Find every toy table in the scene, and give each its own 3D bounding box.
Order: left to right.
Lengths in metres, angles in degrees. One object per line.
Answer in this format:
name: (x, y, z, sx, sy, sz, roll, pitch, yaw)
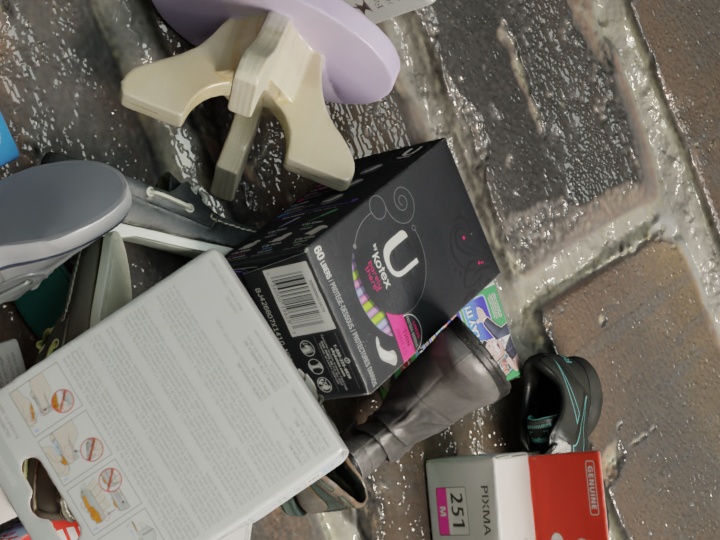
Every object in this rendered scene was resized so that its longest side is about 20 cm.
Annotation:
toy table: (-0.080, -0.143, 1.336, 0.198, 0.184, 0.118, 16, 63, 10)

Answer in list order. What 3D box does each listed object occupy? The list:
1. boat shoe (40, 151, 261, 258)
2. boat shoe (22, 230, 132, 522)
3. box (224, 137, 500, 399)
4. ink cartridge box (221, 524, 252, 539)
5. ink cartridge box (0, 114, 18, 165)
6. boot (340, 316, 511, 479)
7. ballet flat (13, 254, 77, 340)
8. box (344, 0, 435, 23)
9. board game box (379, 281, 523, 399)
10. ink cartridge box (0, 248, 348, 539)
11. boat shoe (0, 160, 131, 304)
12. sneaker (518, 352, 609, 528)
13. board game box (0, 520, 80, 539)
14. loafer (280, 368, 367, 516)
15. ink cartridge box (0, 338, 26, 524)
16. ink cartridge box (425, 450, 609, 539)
boat shoe: (-0.148, -0.044, 1.323, 0.198, 0.075, 0.061, 11, 83, -35)
boat shoe: (-0.194, 0.070, 1.206, 0.072, 0.060, 0.204, 57, 34, -68)
box: (0.000, 0.000, 1.340, 0.200, 0.105, 0.123, -41, 113, -46)
ink cartridge box: (-0.104, 0.140, 1.263, 0.200, 0.075, 0.150, 44, 51, -67)
ink cartridge box: (-0.345, -0.084, 1.184, 0.199, 0.067, 0.117, -31, 101, -34)
boot: (0.038, 0.111, 1.344, 0.131, 0.200, 0.070, -36, 79, -13)
ballet flat: (-0.196, 0.038, 1.292, 0.074, 0.074, 0.201, -38, 107, -33)
box: (0.015, -0.338, 1.447, 0.199, 0.130, 0.200, 49, 60, -19)
board game box: (0.053, 0.017, 1.485, 0.134, 0.029, 0.202, -22, 97, -34)
ink cartridge box: (-0.131, 0.107, 1.144, 0.199, 0.047, 0.161, -33, 78, -3)
boat shoe: (-0.246, -0.014, 1.211, 0.066, 0.198, 0.074, 69, 3, -52)
sneaker: (0.162, 0.167, 1.509, 0.079, 0.075, 0.202, 24, 59, -51)
board game box: (-0.216, 0.281, 1.217, 0.151, 0.046, 0.202, -34, 104, -55)
loafer: (-0.035, 0.119, 1.260, 0.201, 0.062, 0.073, 75, 22, -60)
ink cartridge box: (-0.300, 0.128, 1.161, 0.199, 0.067, 0.118, -22, 96, -54)
ink cartridge box: (0.128, 0.247, 1.416, 0.043, 0.173, 0.203, -2, 84, -35)
